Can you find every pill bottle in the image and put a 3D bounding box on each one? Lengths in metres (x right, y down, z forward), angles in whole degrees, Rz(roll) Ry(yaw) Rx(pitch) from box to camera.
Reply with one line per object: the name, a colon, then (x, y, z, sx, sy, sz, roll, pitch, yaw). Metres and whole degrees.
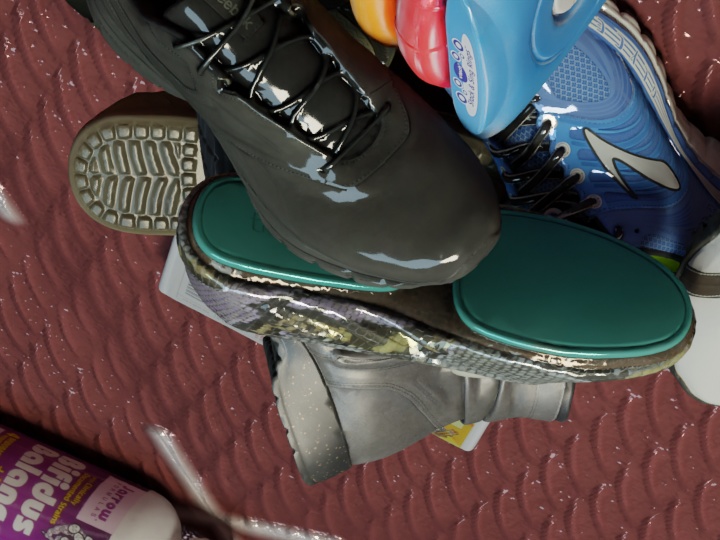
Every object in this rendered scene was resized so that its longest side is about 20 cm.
pill bottle: (-0.179, 0.171, 1.535, 0.199, 0.112, 0.112, 22, 150, 10)

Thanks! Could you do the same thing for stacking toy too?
stacking toy: (-0.005, -0.145, 0.923, 0.200, 0.110, 0.116, 30, 155, 20)

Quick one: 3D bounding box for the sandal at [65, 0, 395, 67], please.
sandal: (-0.056, -0.118, 1.043, 0.201, 0.057, 0.080, 15, 153, 52)

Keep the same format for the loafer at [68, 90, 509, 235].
loafer: (-0.024, -0.050, 1.087, 0.199, 0.068, 0.076, 8, 120, -6)

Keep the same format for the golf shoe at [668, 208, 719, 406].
golf shoe: (0.179, 0.008, 0.937, 0.078, 0.095, 0.200, 15, 139, -22)

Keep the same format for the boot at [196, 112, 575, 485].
boot: (0.013, -0.010, 1.044, 0.131, 0.070, 0.200, -17, 126, 1)

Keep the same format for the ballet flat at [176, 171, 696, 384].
ballet flat: (0.027, 0.008, 0.971, 0.200, 0.072, 0.072, 12, 150, -2)

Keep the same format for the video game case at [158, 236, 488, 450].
video game case: (0.000, 0.000, 1.208, 0.182, 0.023, 0.200, 27, 150, 2)

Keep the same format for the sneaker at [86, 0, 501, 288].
sneaker: (-0.033, -0.069, 0.906, 0.200, 0.076, 0.091, 40, 172, 14)

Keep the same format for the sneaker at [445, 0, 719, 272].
sneaker: (0.089, -0.040, 1.000, 0.200, 0.089, 0.078, 41, 147, -22)
